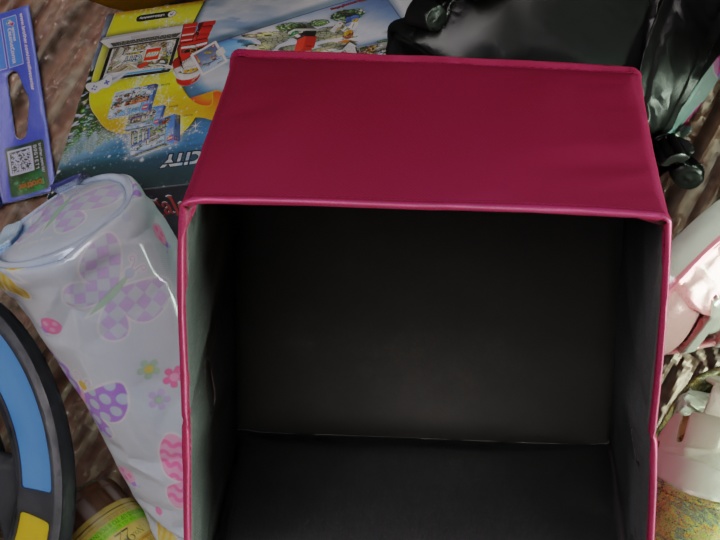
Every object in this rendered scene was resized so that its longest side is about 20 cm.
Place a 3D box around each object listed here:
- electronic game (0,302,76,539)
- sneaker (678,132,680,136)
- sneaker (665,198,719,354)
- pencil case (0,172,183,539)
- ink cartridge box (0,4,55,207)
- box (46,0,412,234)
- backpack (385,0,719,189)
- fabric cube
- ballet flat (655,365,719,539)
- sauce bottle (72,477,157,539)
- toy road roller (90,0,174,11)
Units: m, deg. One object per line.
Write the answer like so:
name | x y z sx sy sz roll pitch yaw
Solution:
electronic game | -0.220 0.104 1.338 0.199 0.042 0.201 5 97 42
sneaker | 0.143 -0.105 1.342 0.080 0.076 0.200 34 75 -13
sneaker | 0.210 0.010 1.263 0.200 0.075 0.105 -35 77 -30
pencil case | -0.107 0.051 1.275 0.090 0.083 0.200 -25 114 11
ink cartridge box | -0.278 -0.080 1.442 0.199 0.042 0.120 -12 75 8
box | -0.052 -0.085 1.307 0.199 0.038 0.137 -5 49 22
backpack | 0.117 -0.145 1.234 0.167 0.127 0.200 38 77 -16
fabric cube | 0.027 0.029 1.102 0.195 0.199 0.201 1 111 1
ballet flat | 0.164 0.091 1.216 0.070 0.200 0.071 5 105 17
sauce bottle | -0.088 0.195 1.319 0.200 0.065 0.065 43 89 17
toy road roller | -0.055 -0.202 1.354 0.200 0.146 0.123 -9 67 53
